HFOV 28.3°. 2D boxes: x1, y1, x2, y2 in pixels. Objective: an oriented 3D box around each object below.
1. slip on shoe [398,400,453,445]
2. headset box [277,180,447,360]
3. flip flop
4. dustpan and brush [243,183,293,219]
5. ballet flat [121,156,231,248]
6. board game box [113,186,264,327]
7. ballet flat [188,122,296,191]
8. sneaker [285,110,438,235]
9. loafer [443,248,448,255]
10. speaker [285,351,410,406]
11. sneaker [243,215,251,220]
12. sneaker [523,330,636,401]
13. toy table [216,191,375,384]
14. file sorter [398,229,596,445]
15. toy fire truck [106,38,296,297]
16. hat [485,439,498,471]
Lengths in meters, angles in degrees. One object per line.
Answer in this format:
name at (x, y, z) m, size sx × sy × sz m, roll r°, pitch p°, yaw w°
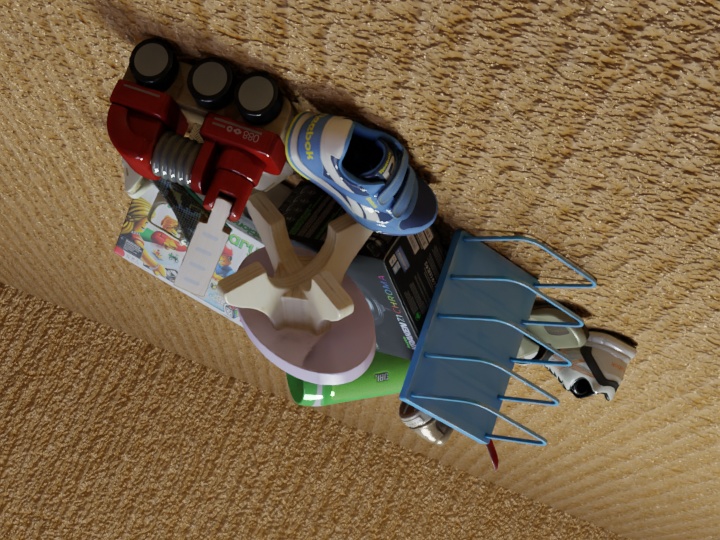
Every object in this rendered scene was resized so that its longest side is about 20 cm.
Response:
slip on shoe at (0.111, 0.110, 1.654) m, size 0.061 × 0.201 × 0.076 m, roll 43°, pitch 142°, yaw -20°
headset box at (0.000, 0.000, 1.640) m, size 0.198 × 0.093 × 0.175 m, roll 13°, pitch 143°, yaw 37°
flip flop at (0.210, 0.088, 1.790) m, size 0.081 × 0.058 × 0.199 m, roll 44°, pitch 156°, yaw -18°
dustpan and brush at (-0.149, -0.096, 1.693) m, size 0.138 × 0.058 × 0.200 m, roll 16°, pitch 166°, yaw 29°
ballet flat at (-0.233, -0.093, 1.654) m, size 0.200 × 0.074 × 0.074 m, roll 48°, pitch 174°, yaw 15°
board game box at (-0.195, -0.028, 1.745) m, size 0.198 × 0.035 × 0.127 m, roll 29°, pitch 124°, yaw 3°
ballet flat at (-0.116, -0.119, 1.504) m, size 0.198 × 0.076 × 0.068 m, roll 9°, pitch 158°, yaw 45°
sneaker at (0.016, -0.090, 1.407) m, size 0.082 × 0.075 × 0.199 m, roll 0°, pitch 158°, yaw 47°
loafer at (0.111, 0.028, 1.735) m, size 0.075 × 0.070 × 0.199 m, roll 9°, pitch 162°, yaw 45°
speaker at (0.012, 0.112, 1.754) m, size 0.197 × 0.090 × 0.088 m, roll -8°, pitch 178°, yaw -21°
sneaker at (-0.080, -0.009, 1.805) m, size 0.198 × 0.080 × 0.071 m, roll 22°, pitch -147°, yaw -31°
sneaker at (0.265, 0.118, 1.833) m, size 0.073 × 0.081 × 0.199 m, roll 26°, pitch 169°, yaw -27°
toy table at (-0.063, 0.013, 1.483) m, size 0.199 × 0.183 × 0.118 m, roll 36°, pitch 149°, yaw 30°
file sorter at (0.157, 0.076, 1.565) m, size 0.138 × 0.202 × 0.122 m, roll 30°, pitch 163°, yaw -34°
toy fire truck at (-0.169, -0.095, 1.402) m, size 0.174 × 0.202 × 0.129 m, roll 19°, pitch 167°, yaw 13°
hat at (0.114, 0.144, 1.961) m, size 0.197 × 0.178 × 0.166 m, roll 18°, pitch 167°, yaw 18°
